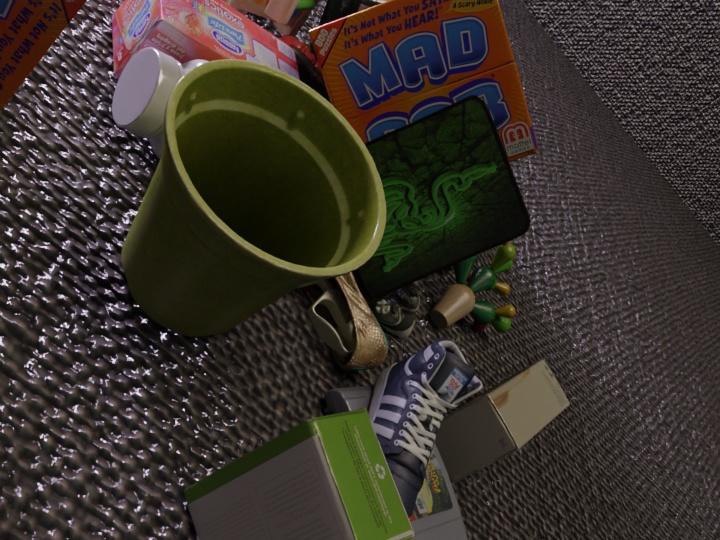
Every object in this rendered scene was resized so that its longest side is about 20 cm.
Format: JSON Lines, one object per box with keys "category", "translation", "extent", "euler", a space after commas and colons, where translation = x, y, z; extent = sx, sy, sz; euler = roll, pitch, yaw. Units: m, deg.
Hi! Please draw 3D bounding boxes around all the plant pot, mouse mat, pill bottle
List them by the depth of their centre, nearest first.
{"category": "plant pot", "translation": [-0.109, -0.040, 0.671], "extent": [0.199, 0.184, 0.202], "euler": [22, 48, -27]}
{"category": "pill bottle", "translation": [-0.148, -0.149, 0.813], "extent": [0.199, 0.111, 0.112], "euler": [22, 44, -45]}
{"category": "mouse mat", "translation": [0.068, -0.077, 0.843], "extent": [0.008, 0.199, 0.162], "euler": [-93, 159, -76]}

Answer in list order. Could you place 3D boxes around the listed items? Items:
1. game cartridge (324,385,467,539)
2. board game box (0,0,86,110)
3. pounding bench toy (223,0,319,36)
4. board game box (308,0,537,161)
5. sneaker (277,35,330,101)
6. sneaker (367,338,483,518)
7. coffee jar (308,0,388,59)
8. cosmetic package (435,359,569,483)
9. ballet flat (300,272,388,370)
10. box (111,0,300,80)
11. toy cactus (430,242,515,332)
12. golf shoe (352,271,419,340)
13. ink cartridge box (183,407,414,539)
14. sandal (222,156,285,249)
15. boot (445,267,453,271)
{"category": "game cartridge", "translation": [0.041, 0.213, 0.812], "extent": [0.133, 0.041, 0.201], "euler": [10, 53, -56]}
{"category": "board game box", "translation": [-0.324, -0.262, 0.577], "extent": [0.199, 0.199, 0.201], "euler": [26, 41, -39]}
{"category": "pounding bench toy", "translation": [-0.109, -0.384, 1.045], "extent": [0.156, 0.124, 0.200], "euler": [0, 47, -55]}
{"category": "board game box", "translation": [0.071, -0.216, 0.926], "extent": [0.200, 0.198, 0.201], "euler": [-85, 157, -73]}
{"category": "sneaker", "translation": [-0.056, -0.223, 1.061], "extent": [0.200, 0.071, 0.098], "euler": [43, 32, -17]}
{"category": "sneaker", "translation": [0.059, 0.147, 0.758], "extent": [0.070, 0.108, 0.201], "euler": [42, 32, -21]}
{"category": "coffee jar", "translation": [-0.015, -0.330, 1.103], "extent": [0.085, 0.200, 0.105], "euler": [-1, 58, -26]}
{"category": "cosmetic package", "translation": [0.172, 0.180, 0.967], "extent": [0.200, 0.105, 0.071], "euler": [-10, 67, -60]}
{"category": "ballet flat", "translation": [-0.038, 0.020, 0.858], "extent": [0.065, 0.070, 0.201], "euler": [-19, 73, -45]}
{"category": "box", "translation": [-0.168, -0.234, 0.883], "extent": [0.199, 0.094, 0.103], "euler": [23, 43, -43]}
{"category": "toy cactus", "translation": [0.152, 0.017, 1.103], "extent": [0.165, 0.102, 0.201], "euler": [-39, 129, -32]}
{"category": "golf shoe", "translation": [0.000, 0.000, 0.940], "extent": [0.201, 0.077, 0.088], "euler": [59, -10, 30]}
{"category": "ink cartridge box", "translation": [-0.032, 0.226, 0.580], "extent": [0.076, 0.147, 0.201], "euler": [3, 59, -55]}
{"category": "sandal", "translation": [-0.101, -0.087, 0.769], "extent": [0.076, 0.202, 0.043], "euler": [22, 27, 17]}
{"category": "boot", "translation": [0.111, -0.117, 1.148], "extent": [0.200, 0.072, 0.167], "euler": [48, 54, -40]}
